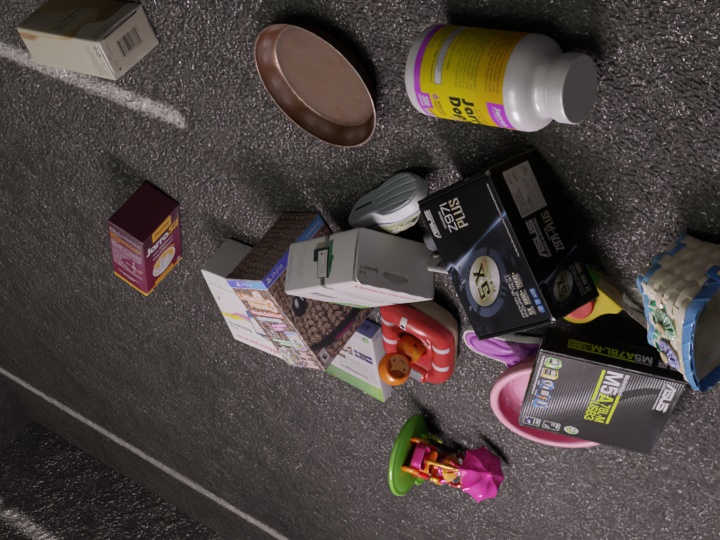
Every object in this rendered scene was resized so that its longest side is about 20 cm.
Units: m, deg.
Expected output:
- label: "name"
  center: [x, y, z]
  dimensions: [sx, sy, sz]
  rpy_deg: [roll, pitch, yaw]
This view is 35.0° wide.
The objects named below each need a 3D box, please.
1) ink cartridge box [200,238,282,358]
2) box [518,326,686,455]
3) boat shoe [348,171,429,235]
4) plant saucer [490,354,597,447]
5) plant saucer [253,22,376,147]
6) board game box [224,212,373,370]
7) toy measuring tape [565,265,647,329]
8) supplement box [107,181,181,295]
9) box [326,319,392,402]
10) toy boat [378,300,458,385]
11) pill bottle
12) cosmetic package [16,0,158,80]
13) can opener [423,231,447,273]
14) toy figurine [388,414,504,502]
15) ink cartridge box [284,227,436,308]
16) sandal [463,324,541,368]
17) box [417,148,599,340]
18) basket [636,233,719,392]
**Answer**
- label: "ink cartridge box"
  center: [-0.183, 0.056, 2.066]
  dimensions: [0.145, 0.088, 0.201]
  rpy_deg: [20, 148, 31]
- label: "box"
  center: [0.323, 0.166, 1.543]
  dimensions: [0.192, 0.048, 0.201]
  rpy_deg: [15, 144, 7]
- label: "boat shoe"
  center: [0.052, -0.088, 1.604]
  dimensions: [0.062, 0.072, 0.200]
  rpy_deg: [28, 164, -20]
- label: "plant saucer"
  center: [0.290, 0.183, 1.655]
  dimensions: [0.199, 0.051, 0.201]
  rpy_deg: [10, 141, 8]
- label: "plant saucer"
  center: [-0.054, -0.252, 1.515]
  dimensions: [0.199, 0.035, 0.201]
  rpy_deg: [31, 152, 18]
- label: "board game box"
  center: [-0.092, 0.033, 1.843]
  dimensions: [0.096, 0.160, 0.201]
  rpy_deg: [3, 136, 47]
- label: "toy measuring tape"
  center: [0.310, 0.055, 1.477]
  dimensions: [0.200, 0.074, 0.074]
  rpy_deg: [39, 153, -9]
- label: "supplement box"
  center: [-0.404, -0.057, 2.145]
  dimensions: [0.085, 0.111, 0.200]
  rpy_deg: [33, 152, 11]
- label: "box"
  center: [-0.018, 0.142, 2.045]
  dimensions: [0.144, 0.036, 0.201]
  rpy_deg: [25, 148, 26]
- label: "toy boat"
  center: [0.075, 0.125, 1.801]
  dimensions: [0.130, 0.131, 0.201]
  rpy_deg: [27, 150, 21]
- label: "pill bottle"
  center: [0.153, -0.209, 1.246]
  dimensions: [0.199, 0.104, 0.105]
  rpy_deg: [15, 144, 38]
- label: "cosmetic package"
  center: [-0.415, -0.358, 1.730]
  dimensions: [0.199, 0.105, 0.071]
  rpy_deg: [16, 143, 35]
- label: "can opener"
  center: [0.167, -0.019, 1.562]
  dimensions: [0.199, 0.053, 0.067]
  rpy_deg: [9, 140, 43]
- label: "toy figurine"
  center: [0.172, 0.362, 2.058]
  dimensions: [0.183, 0.151, 0.200]
  rpy_deg: [13, 165, 26]
- label: "ink cartridge box"
  center: [0.000, 0.000, 1.694]
  dimensions: [0.145, 0.085, 0.199]
  rpy_deg: [12, 167, -32]
- label: "sandal"
  center: [0.237, 0.134, 1.703]
  dimensions: [0.202, 0.050, 0.083]
  rpy_deg: [13, 143, 39]
- label: "box"
  center: [0.181, -0.029, 1.426]
  dimensions: [0.163, 0.086, 0.201]
  rpy_deg: [-20, 95, 59]
- label: "basket"
  center: [0.416, 0.064, 1.282]
  dimensions: [0.199, 0.139, 0.177]
  rpy_deg: [27, 150, 42]
